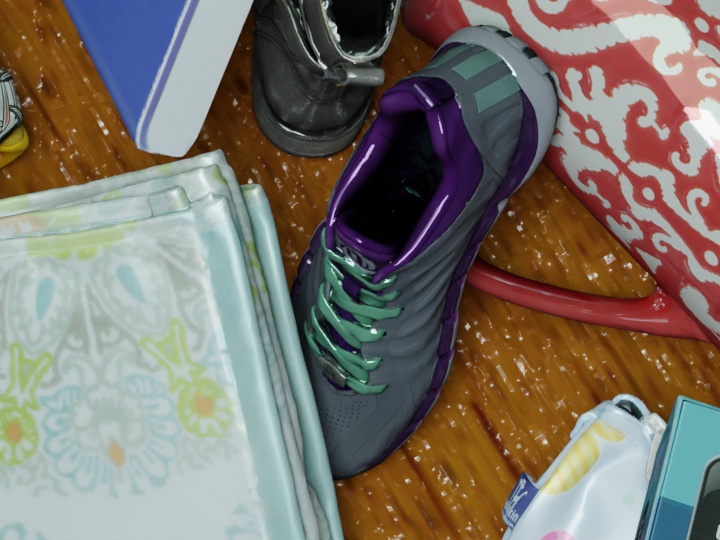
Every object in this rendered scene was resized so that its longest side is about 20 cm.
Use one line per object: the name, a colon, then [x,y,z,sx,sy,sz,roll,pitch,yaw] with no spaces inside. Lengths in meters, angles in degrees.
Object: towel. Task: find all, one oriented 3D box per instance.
towel: [-0.101,0.065,1.089,0.170,0.048,0.201,-10,98,19]

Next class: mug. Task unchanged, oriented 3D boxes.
mug: [0.119,-0.053,1.107,0.200,0.178,0.133,49,43,13]

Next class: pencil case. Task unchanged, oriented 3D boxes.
pencil case: [0.147,0.132,1.054,0.200,0.083,0.091,36,101,15]

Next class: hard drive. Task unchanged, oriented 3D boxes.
hard drive: [-0.084,-0.153,1.111,0.132,0.025,0.200,-66,32,26]

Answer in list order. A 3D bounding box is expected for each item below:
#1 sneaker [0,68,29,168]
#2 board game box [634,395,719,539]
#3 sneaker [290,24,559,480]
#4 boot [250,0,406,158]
sneaker: [-0.178,-0.074,1.176,0.082,0.078,0.201,10,70,-16]
board game box: [0.184,0.143,0.972,0.199,0.047,0.152,17,57,4]
sneaker: [0.000,0.000,1.067,0.074,0.087,0.201,33,119,20]
boot: [-0.011,-0.147,1.104,0.069,0.174,0.201,-5,76,-8]
